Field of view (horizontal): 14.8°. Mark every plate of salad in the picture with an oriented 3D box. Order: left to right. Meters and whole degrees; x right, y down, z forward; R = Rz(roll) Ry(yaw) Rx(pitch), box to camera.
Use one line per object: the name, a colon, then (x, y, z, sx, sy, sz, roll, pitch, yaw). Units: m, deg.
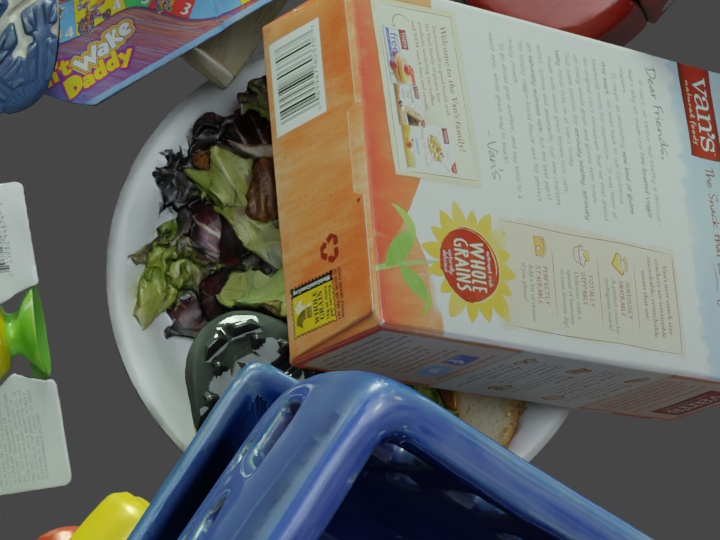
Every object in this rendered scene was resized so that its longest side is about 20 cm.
plate of salad: (0.000, 0.000, 1.095, 0.200, 0.048, 0.200, 2, 76, -6)

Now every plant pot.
plant pot: (0.001, 0.151, 0.895, 0.200, 0.180, 0.200, 35, 84, -19)

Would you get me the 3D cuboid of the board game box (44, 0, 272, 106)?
board game box: (-0.080, -0.159, 1.070, 0.200, 0.039, 0.158, -29, 54, 16)

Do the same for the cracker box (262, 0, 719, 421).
cracker box: (0.060, -0.022, 1.050, 0.200, 0.058, 0.134, 10, 66, -39)

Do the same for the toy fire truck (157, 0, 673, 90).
toy fire truck: (0.028, -0.136, 1.110, 0.176, 0.129, 0.200, 40, 94, 9)

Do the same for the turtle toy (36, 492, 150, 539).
turtle toy: (-0.116, 0.145, 1.003, 0.200, 0.101, 0.146, 44, 80, -17)

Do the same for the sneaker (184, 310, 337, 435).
sneaker: (-0.008, 0.104, 1.039, 0.066, 0.090, 0.200, -35, 97, -12)

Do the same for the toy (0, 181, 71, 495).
toy: (-0.214, 0.038, 1.050, 0.200, 0.047, 0.115, -9, 93, 5)

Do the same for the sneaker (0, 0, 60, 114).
sneaker: (-0.171, -0.146, 1.074, 0.077, 0.085, 0.200, -32, 80, 1)
